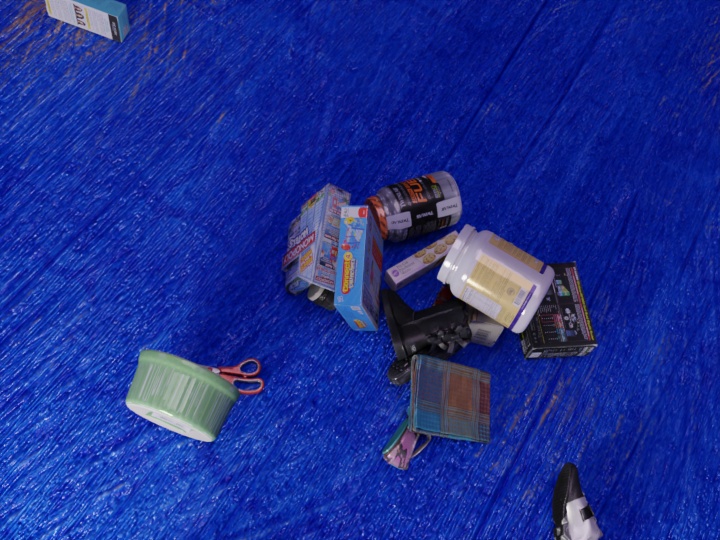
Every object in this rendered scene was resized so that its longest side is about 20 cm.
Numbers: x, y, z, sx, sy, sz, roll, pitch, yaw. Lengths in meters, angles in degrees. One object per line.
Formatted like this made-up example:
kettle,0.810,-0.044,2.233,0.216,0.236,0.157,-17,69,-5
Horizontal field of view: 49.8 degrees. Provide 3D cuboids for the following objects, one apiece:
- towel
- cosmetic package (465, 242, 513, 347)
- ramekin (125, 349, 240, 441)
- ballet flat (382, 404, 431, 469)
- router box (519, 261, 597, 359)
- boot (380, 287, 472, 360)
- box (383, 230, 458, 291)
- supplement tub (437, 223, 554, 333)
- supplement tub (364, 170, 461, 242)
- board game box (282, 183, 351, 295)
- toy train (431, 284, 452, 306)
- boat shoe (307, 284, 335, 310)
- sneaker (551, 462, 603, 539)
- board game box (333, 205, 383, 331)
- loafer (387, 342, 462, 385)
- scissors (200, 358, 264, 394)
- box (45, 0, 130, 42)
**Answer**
towel,0.178,0.251,1.512,0.196,0.022,0.150,16,68,-30
cosmetic package,0.269,0.045,1.645,0.071,0.104,0.204,12,60,-1
ramekin,-0.326,0.231,1.405,0.196,0.201,0.100,20,68,3
ballet flat,0.115,0.298,1.515,0.071,0.069,0.202,37,64,-8
router box,0.409,0.084,1.669,0.146,0.062,0.204,-2,63,-9
boot,0.131,0.091,1.568,0.159,0.074,0.200,-18,38,1
box,0.141,-0.021,1.696,0.197,0.039,0.042,-29,68,-21
supplement tub,0.263,0.013,1.521,0.197,0.146,0.146,31,62,10
supplement tub,0.114,-0.137,1.705,0.196,0.123,0.124,-18,66,-17
board game box,-0.100,-0.038,1.574,0.061,0.199,0.204,20,55,-31
toy train,0.177,0.059,1.655,0.034,0.046,0.202,27,61,6
boat shoe,-0.056,-0.008,1.647,0.063,0.073,0.205,33,50,-24
sneaker,0.412,0.469,1.464,0.086,0.074,0.205,8,71,-4
board game box,0.000,0.000,1.550,0.054,0.200,0.201,0,72,11
loafer,0.139,0.177,1.571,0.199,0.072,0.068,-33,30,-26
scissors,-0.286,0.205,1.523,0.195,0.014,0.075,3,64,-9
box,-0.658,-0.626,1.865,0.196,0.083,0.050,20,60,2
